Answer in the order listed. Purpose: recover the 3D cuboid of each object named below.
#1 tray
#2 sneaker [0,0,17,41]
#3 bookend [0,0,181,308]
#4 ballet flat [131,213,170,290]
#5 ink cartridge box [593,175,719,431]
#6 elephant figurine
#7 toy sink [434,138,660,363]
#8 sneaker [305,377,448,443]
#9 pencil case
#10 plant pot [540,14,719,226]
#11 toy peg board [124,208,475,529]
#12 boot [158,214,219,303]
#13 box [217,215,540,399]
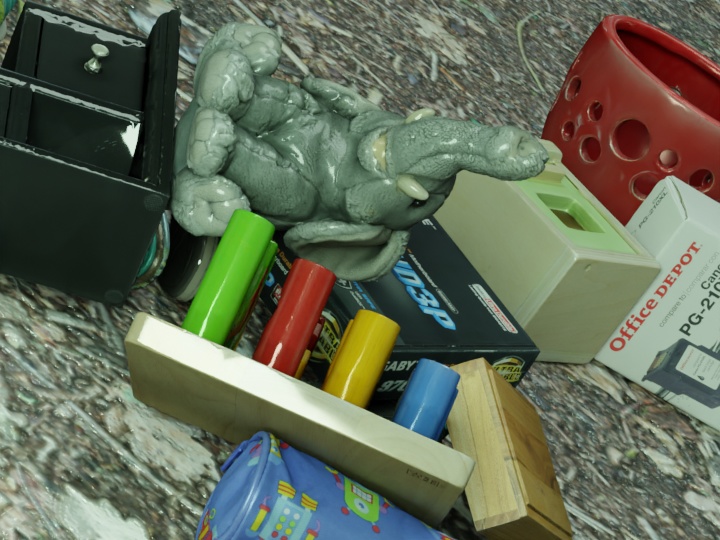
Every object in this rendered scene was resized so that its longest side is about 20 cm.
[{"bbox_3d":[0.092,0.121,1.698,0.200,0.037,0.099,44,30,-74],"label":"tray"},{"bbox_3d":[-0.273,-0.187,1.883,0.077,0.080,0.200,30,22,-11],"label":"sneaker"},{"bbox_3d":[-0.217,-0.097,1.658,0.198,0.092,0.200,17,35,-13],"label":"bookend"},{"bbox_3d":[-0.176,-0.059,1.786,0.074,0.074,0.200,5,40,-54],"label":"ballet flat"},{"bbox_3d":[0.290,0.039,2.192,0.199,0.145,0.084,29,21,-17],"label":"ink cartridge box"},{"bbox_3d":[-0.010,-0.057,1.627,0.199,0.142,0.155,13,20,-12],"label":"elephant figurine"},{"bbox_3d":[0.113,-0.035,2.121,0.130,0.112,0.200,7,35,-53],"label":"toy sink"},{"bbox_3d":[0.013,0.111,1.728,0.200,0.075,0.079,-8,59,-52],"label":"sneaker"},{"bbox_3d":[0.002,0.163,1.560,0.199,0.078,0.087,28,32,-21],"label":"pencil case"},{"bbox_3d":[0.241,-0.094,2.352,0.200,0.183,0.201,31,21,-14],"label":"plant pot"},{"bbox_3d":[-0.022,0.053,1.553,0.198,0.098,0.200,23,-12,2],"label":"toy peg board"},{"bbox_3d":[-0.056,-0.004,1.845,0.150,0.073,0.200,30,14,-11],"label":"boot"},{"bbox_3d":[0.000,0.000,1.749,0.158,0.046,0.200,3,40,-44],"label":"box"}]
